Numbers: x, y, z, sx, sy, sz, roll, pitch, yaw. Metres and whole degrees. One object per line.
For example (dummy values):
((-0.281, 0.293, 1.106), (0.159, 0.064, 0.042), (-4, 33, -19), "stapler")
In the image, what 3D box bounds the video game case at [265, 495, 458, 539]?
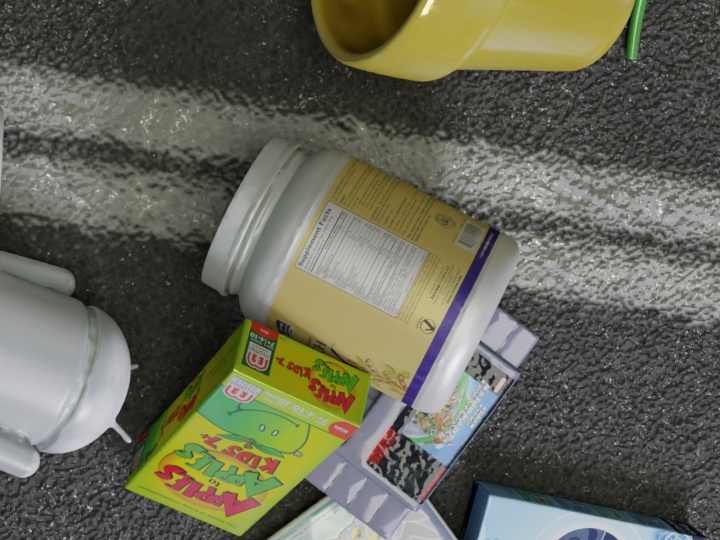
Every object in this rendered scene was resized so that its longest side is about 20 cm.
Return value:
((-0.003, 0.273, 1.312), (0.200, 0.023, 0.182), (-36, 85, -4), "video game case")

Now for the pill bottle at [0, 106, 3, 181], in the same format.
((-0.352, -0.071, 1.154), (0.200, 0.111, 0.111), (4, 99, -14), "pill bottle")

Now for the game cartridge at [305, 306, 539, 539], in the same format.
((0.034, 0.095, 1.296), (0.130, 0.038, 0.200), (37, 90, 8), "game cartridge")

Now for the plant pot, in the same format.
((0.092, -0.226, 1.197), (0.189, 0.201, 0.201), (11, 98, -29), "plant pot")

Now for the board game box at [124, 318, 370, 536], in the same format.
((-0.086, 0.120, 1.218), (0.101, 0.200, 0.048), (25, 49, -16), "board game box")

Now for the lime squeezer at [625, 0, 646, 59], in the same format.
((0.251, -0.266, 1.307), (0.200, 0.038, 0.071), (-53, 138, -1), "lime squeezer")

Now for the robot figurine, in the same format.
((-0.251, 0.063, 1.194), (0.200, 0.113, 0.170), (24, 57, -25), "robot figurine")

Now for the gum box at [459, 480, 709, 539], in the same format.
((0.170, 0.278, 1.374), (0.200, 0.045, 0.170), (14, 96, -16), "gum box")

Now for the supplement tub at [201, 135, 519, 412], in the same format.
((0.000, 0.000, 1.213), (0.200, 0.145, 0.146), (27, 93, 4), "supplement tub")
